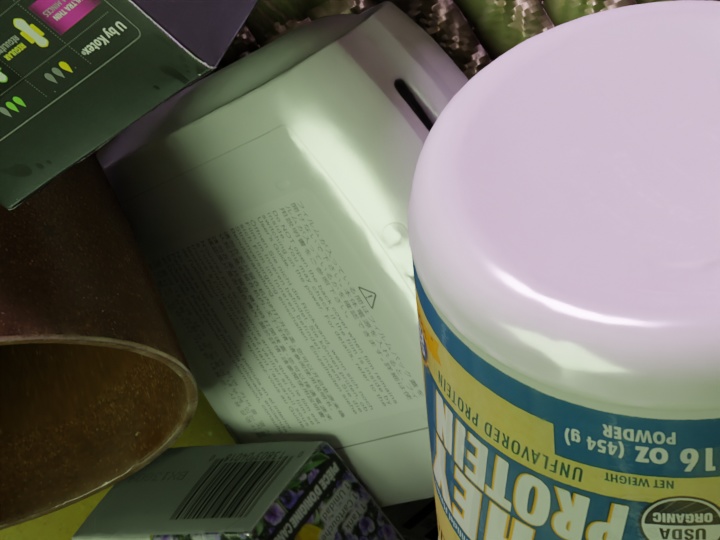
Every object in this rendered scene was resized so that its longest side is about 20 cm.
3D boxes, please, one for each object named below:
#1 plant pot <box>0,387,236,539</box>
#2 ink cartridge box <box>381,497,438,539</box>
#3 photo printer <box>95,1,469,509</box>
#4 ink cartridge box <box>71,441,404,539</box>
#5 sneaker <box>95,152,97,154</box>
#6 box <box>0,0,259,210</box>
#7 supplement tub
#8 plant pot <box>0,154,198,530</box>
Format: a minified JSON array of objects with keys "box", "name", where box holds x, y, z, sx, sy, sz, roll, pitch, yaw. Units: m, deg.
[{"box":[-0.105,0.119,1.163,0.200,0.142,0.200,49,158,27],"name":"plant pot"},{"box":[0.078,0.142,1.055,0.200,0.039,0.100,18,136,47],"name":"ink cartridge box"},{"box":[0.000,0.000,0.978,0.167,0.069,0.200,57,153,-6],"name":"photo printer"},{"box":[-0.004,0.149,1.047,0.109,0.050,0.200,-7,126,50],"name":"ink cartridge box"},{"box":[-0.186,-0.007,1.149,0.200,0.098,0.071,-4,129,22],"name":"sneaker"},{"box":[-0.114,-0.146,0.830,0.200,0.149,0.124,40,143,-16],"name":"box"},{"box":[0.090,0.042,0.805,0.145,0.145,0.200,33,146,34],"name":"supplement tub"},{"box":[-0.170,-0.026,1.000,0.187,0.187,0.200,120,138,-60],"name":"plant pot"}]
